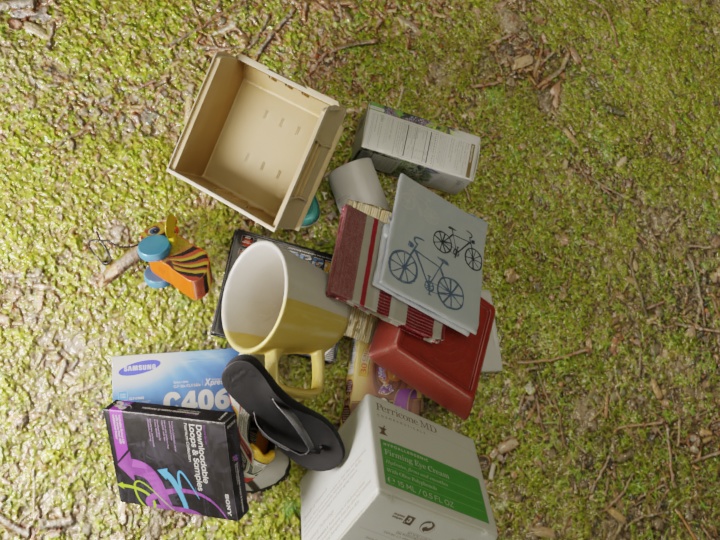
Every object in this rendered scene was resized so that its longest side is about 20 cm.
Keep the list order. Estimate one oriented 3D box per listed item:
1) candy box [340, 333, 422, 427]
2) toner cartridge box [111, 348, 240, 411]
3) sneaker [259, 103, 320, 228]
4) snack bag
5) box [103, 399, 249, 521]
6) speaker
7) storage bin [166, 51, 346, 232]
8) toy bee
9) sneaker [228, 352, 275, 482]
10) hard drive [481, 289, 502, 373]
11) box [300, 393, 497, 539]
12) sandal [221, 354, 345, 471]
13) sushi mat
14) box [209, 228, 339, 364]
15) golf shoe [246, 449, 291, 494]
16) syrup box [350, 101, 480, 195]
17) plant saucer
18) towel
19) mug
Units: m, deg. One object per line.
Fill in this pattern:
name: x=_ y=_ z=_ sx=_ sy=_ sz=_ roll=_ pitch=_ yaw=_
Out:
candy box: x=0.033 y=0.209 z=1.195 sx=0.114 sy=0.056 sz=0.206 roll=11 pitch=76 yaw=-14
toner cartridge box: x=-0.261 y=0.168 z=1.136 sx=0.194 sy=0.043 sz=0.098 roll=-3 pitch=80 yaw=-15
sneaker: x=-0.120 y=-0.162 z=1.211 sx=0.076 sy=0.080 sz=0.204 roll=-23 pitch=87 yaw=-17
snack bag: x=0.108 y=-0.028 z=1.149 sx=0.186 sy=0.021 sz=0.204 roll=26 pitch=58 yaw=-24
box: x=-0.248 y=0.254 z=1.046 sx=0.195 sy=0.036 sz=0.147 roll=1 pitch=107 yaw=21
speaker: x=0.015 y=-0.071 z=1.227 sx=0.079 sy=0.081 sz=0.205 roll=-19 pitch=84 yaw=-16
storage bin: x=-0.147 y=-0.189 z=1.135 sx=0.197 sy=0.093 sz=0.202 roll=28 pitch=98 yaw=17
toy bee: x=-0.284 y=-0.038 z=1.135 sx=0.198 sy=0.132 sz=0.109 roll=35 pitch=49 yaw=6
sneaker: x=-0.138 y=0.189 z=1.089 sx=0.077 sy=0.082 sz=0.204 roll=22 pitch=52 yaw=-33
hard drive: x=0.134 y=0.094 z=1.217 sx=0.196 sy=0.025 sz=0.136 roll=4 pitch=72 yaw=-34
box: x=0.045 y=0.323 z=1.062 sx=0.196 sy=0.173 sz=0.202 roll=25 pitch=117 yaw=-21
sandal: x=-0.104 y=0.196 z=1.004 sx=0.199 sy=0.043 sz=0.076 roll=42 pitch=111 yaw=-11
sushi mat: x=0.000 y=0.000 z=1.176 sx=0.093 sy=0.012 sz=0.205 roll=14 pitch=87 yaw=4
box: x=-0.118 y=0.042 z=1.193 sx=0.195 sy=0.044 sz=0.164 roll=15 pitch=76 yaw=-11
golf shoe: x=-0.189 y=0.258 z=1.103 sx=0.195 sy=0.096 sz=0.079 roll=8 pitch=36 yaw=-15
syrup box: x=0.090 y=-0.197 z=1.270 sx=0.195 sy=0.079 sz=0.084 roll=15 pitch=76 yaw=-11
plant saucer: x=0.123 y=0.088 z=1.173 sx=0.198 sy=0.036 sz=0.203 roll=34 pitch=57 yaw=-21
towel: x=0.045 y=0.007 z=1.117 sx=0.197 sy=0.023 sz=0.147 roll=25 pitch=58 yaw=-24
mug: x=-0.099 y=0.069 z=1.094 sx=0.151 sy=0.148 sz=0.191 roll=17 pitch=89 yaw=-43
